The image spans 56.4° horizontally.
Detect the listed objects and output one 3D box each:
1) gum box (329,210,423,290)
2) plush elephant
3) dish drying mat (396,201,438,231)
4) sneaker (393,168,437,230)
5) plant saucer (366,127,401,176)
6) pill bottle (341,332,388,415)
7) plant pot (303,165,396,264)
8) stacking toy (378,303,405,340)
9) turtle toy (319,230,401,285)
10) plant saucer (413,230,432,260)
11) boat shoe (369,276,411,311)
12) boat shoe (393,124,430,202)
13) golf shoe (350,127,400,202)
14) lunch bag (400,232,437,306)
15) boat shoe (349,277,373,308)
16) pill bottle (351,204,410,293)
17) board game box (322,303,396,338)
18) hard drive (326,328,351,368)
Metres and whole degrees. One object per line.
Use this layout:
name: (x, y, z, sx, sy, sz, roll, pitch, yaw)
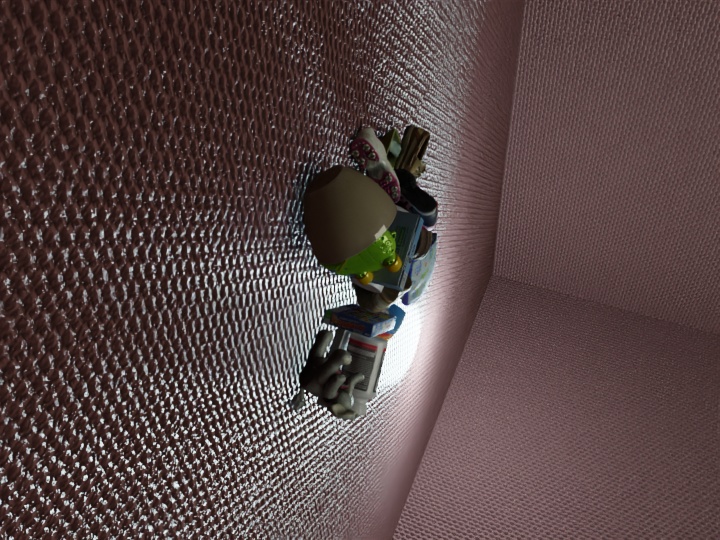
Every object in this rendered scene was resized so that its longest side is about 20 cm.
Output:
gum box: (0.031, -0.061, 1.564, 0.044, 0.195, 0.174, 37, 68, -63)
plush elephant: (-0.060, 0.273, 1.591, 0.154, 0.164, 0.203, 35, 84, -28)
dish drying mat: (0.143, -0.151, 1.759, 0.018, 0.199, 0.079, -2, 100, -25)
sneaker: (0.128, -0.176, 1.681, 0.069, 0.202, 0.083, -23, 137, -9)
plant saucer: (0.059, -0.240, 1.761, 0.200, 0.047, 0.205, 58, 49, -65)
pill bottle: (0.001, 0.273, 1.784, 0.110, 0.108, 0.206, 15, 90, -71)
plant pot: (-0.041, -0.132, 1.370, 0.136, 0.197, 0.202, 56, 43, -25)
stacking toy: (0.052, 0.192, 2.013, 0.110, 0.114, 0.203, -55, 166, -45)
turtle toy: (-0.008, -0.049, 1.484, 0.146, 0.196, 0.103, 47, 28, -42)
plant saucer: (0.130, -0.126, 1.878, 0.029, 0.199, 0.205, -16, 126, -29)
boat shoe: (0.077, 0.051, 1.753, 0.065, 0.072, 0.200, -44, 180, 29)
boat shoe: (0.135, -0.279, 1.764, 0.075, 0.072, 0.206, 6, 98, -71)
golf shoe: (0.048, -0.254, 1.612, 0.202, 0.074, 0.093, 59, 33, -36)
lunch bag: (0.168, -0.011, 2.134, 0.201, 0.124, 0.174, -66, 162, -55)
boat shoe: (0.000, 0.000, 1.749, 0.065, 0.070, 0.204, -114, -169, -58)
pill bottle: (0.050, -0.054, 1.644, 0.112, 0.110, 0.205, 49, 60, -68)
board game box: (0.001, 0.125, 1.720, 0.199, 0.132, 0.035, -5, 110, -70)
hard drive: (-0.043, 0.229, 1.834, 0.201, 0.026, 0.135, 63, 44, -63)
